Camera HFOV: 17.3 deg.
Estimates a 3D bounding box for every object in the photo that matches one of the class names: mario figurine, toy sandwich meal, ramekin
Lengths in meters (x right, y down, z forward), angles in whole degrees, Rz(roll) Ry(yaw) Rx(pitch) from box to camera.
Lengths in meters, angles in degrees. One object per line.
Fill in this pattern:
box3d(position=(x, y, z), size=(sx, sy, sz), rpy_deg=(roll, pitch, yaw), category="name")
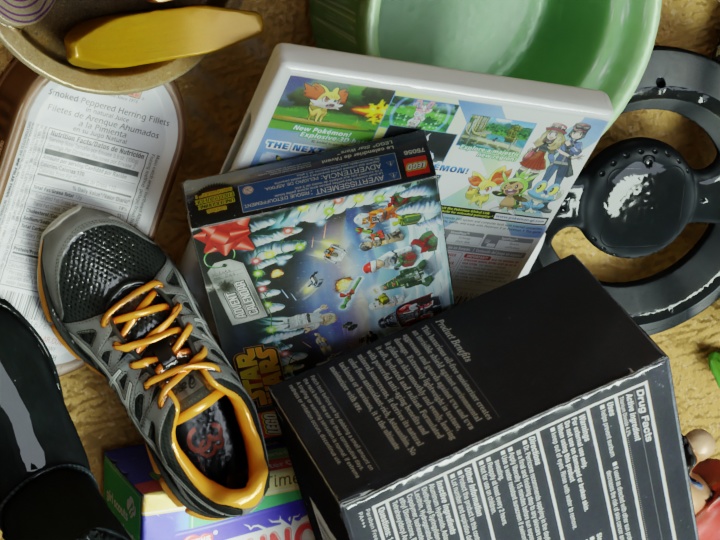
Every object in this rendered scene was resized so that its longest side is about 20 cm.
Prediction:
box3d(position=(0.174, 0.101, 1.521), size=(0.200, 0.106, 0.124), rpy_deg=(40, 46, -23), category="mario figurine")
box3d(position=(-0.116, -0.187, 1.254), size=(0.205, 0.070, 0.206), rpy_deg=(-3, 95, -35), category="toy sandwich meal")
box3d(position=(0.067, -0.158, 1.379), size=(0.199, 0.098, 0.201), rpy_deg=(-11, 112, -27), category="ramekin")

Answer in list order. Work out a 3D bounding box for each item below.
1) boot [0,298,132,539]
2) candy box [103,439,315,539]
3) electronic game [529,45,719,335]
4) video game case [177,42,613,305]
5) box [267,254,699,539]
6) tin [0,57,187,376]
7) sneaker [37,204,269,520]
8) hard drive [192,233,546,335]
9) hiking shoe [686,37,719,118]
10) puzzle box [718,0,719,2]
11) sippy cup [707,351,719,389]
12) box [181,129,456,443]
box3d(position=(-0.166, 0.120, 1.263), size=(0.073, 0.162, 0.199), rpy_deg=(-26, 122, -13), category="boot")
box3d(position=(-0.070, 0.199, 1.437), size=(0.168, 0.077, 0.201), rpy_deg=(-8, 110, -27), category="candy box")
box3d(position=(0.173, -0.047, 1.501), size=(0.199, 0.042, 0.201), rpy_deg=(-7, 116, -14), category="electronic game")
box3d(position=(0.017, -0.044, 1.333), size=(0.199, 0.022, 0.183), rpy_deg=(7, 136, -22), category="video game case")
box3d(position=(0.076, 0.130, 1.349), size=(0.198, 0.123, 0.201), rpy_deg=(-22, 128, -10), category="box")
box3d(position=(-0.164, -0.035, 1.322), size=(0.112, 0.042, 0.201), rpy_deg=(13, 100, -38), category="tin")
box3d(position=(-0.106, 0.051, 1.304), size=(0.078, 0.077, 0.200), rpy_deg=(-36, 103, -14), category="sneaker")
box3d(position=(0.000, 0.000, 1.420), size=(0.199, 0.025, 0.132), rpy_deg=(22, 101, -29), category="hard drive")
box3d(position=(0.299, -0.097, 1.565), size=(0.200, 0.076, 0.101), rpy_deg=(28, 100, -26), category="hiking shoe")
box3d(position=(0.309, -0.153, 1.503), size=(0.200, 0.025, 0.133), rpy_deg=(50, 55, -13), category="puzzle box")
box3d(position=(0.310, 0.027, 1.547), size=(0.130, 0.139, 0.178), rpy_deg=(-13, 128, -48), category="sippy cup")
box3d(position=(-0.016, 0.014, 1.341), size=(0.136, 0.040, 0.200), rpy_deg=(-12, 139, -1), category="box")
